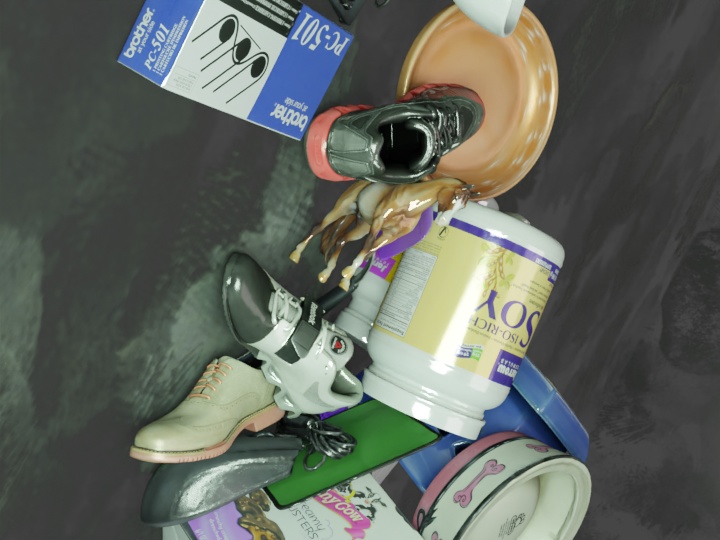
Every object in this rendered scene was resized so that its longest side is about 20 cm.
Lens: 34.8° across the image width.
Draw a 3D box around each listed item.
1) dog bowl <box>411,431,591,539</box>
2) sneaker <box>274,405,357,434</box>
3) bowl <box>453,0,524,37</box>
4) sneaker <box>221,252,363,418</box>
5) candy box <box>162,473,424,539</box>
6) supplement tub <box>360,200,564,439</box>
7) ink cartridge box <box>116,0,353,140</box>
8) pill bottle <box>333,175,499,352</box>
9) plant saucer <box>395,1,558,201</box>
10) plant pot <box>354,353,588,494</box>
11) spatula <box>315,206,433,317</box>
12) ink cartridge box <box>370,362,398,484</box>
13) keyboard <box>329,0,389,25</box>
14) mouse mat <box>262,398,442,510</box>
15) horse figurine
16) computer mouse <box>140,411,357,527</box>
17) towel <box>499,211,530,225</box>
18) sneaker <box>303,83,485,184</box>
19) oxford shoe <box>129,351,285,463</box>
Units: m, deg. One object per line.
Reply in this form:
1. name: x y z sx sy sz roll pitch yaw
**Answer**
1. dog bowl: 0.136 0.249 1.155 0.199 0.074 0.201 -23 132 -28
2. sneaker: -0.057 0.164 1.216 0.100 0.069 0.201 -47 153 -22
3. bowl: 0.124 -0.305 0.979 0.200 0.074 0.201 -45 152 -74
4. sneaker: -0.054 0.054 1.017 0.200 0.088 0.074 61 32 -43
5. candy box: -0.066 0.262 1.114 0.199 0.168 0.072 -19 138 -31
6. supplement tub: 0.092 0.043 1.088 0.201 0.145 0.145 -67 157 -1
7. ink cartridge box: -0.081 -0.159 0.815 0.094 0.044 0.200 -62 158 8
8. pill bottle: 0.054 -0.008 1.201 0.201 0.104 0.104 -58 157 -7
9. plant saucer: 0.111 -0.168 1.126 0.199 0.037 0.202 -12 111 -34
10. plant pot: 0.133 0.171 1.292 0.180 0.200 0.200 -40 141 1
11. spatula: 0.000 0.000 1.099 0.200 0.020 0.057 -44 -148 35
12. ink cartridge box: 0.044 0.170 1.470 0.163 0.057 0.201 -46 158 -30
13. keyboard: 0.042 -0.288 0.930 0.201 0.040 0.104 -57 157 -6
14. mouse mat: -0.024 0.167 1.077 0.160 0.008 0.200 -21 -171 -13
15. horse figurine: 0.009 -0.042 1.035 0.133 0.050 0.200 -49 -160 -11
16. computer mouse: -0.114 0.170 1.055 0.199 0.138 0.053 -22 101 -20
17. towel: 0.111 -0.004 1.279 0.133 0.034 0.200 -58 -164 -6
18. sneaker: 0.050 -0.119 1.009 0.200 0.098 0.071 -19 113 -38
19. oxford shoe: -0.135 0.115 1.017 0.200 0.070 0.074 -24 118 -62
